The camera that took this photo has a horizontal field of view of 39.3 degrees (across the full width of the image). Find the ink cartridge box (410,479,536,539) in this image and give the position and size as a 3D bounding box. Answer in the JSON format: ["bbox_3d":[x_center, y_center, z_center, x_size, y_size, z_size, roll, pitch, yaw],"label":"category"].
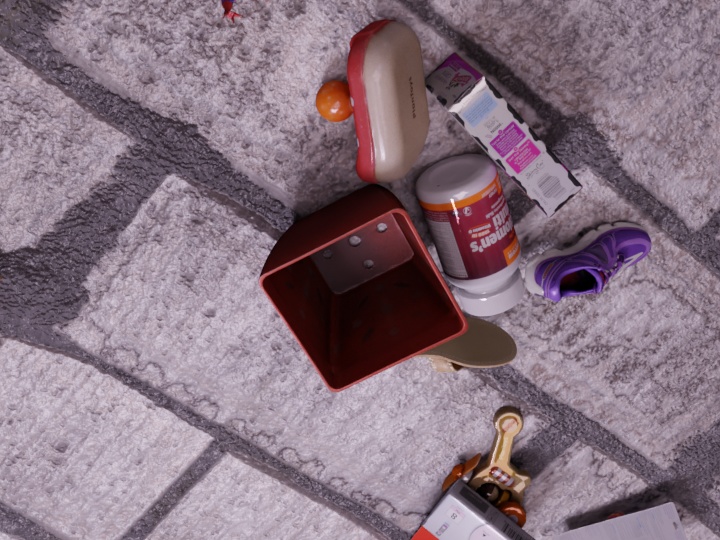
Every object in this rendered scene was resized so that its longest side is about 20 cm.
[{"bbox_3d":[0.167,0.445,1.586,0.162,0.057,0.200,37,123,9],"label":"ink cartridge box"}]

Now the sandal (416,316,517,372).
[{"bbox_3d":[0.116,0.114,1.464,0.211,0.078,0.070,4,150,0],"label":"sandal"}]

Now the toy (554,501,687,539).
[{"bbox_3d":[0.429,0.436,1.671,0.200,0.047,0.115,-22,122,10],"label":"toy"}]

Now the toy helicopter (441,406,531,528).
[{"bbox_3d":[0.205,0.304,1.574,0.132,0.079,0.200,10,107,-1],"label":"toy helicopter"}]

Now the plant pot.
[{"bbox_3d":[0.000,0.000,1.313,0.200,0.176,0.200,-26,118,10],"label":"plant pot"}]

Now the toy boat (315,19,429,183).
[{"bbox_3d":[0.005,-0.206,1.248,0.131,0.131,0.200,7,122,26],"label":"toy boat"}]

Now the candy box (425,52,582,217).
[{"bbox_3d":[0.176,-0.171,1.257,0.061,0.136,0.200,-44,115,10],"label":"candy box"}]

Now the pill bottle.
[{"bbox_3d":[0.151,-0.045,1.341,0.109,0.110,0.200,-19,119,5],"label":"pill bottle"}]

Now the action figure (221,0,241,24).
[{"bbox_3d":[-0.190,-0.350,1.150,0.200,0.099,0.065,20,116,-19],"label":"action figure"}]

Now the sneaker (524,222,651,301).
[{"bbox_3d":[0.323,0.000,1.380,0.200,0.083,0.081,-23,124,-20],"label":"sneaker"}]
